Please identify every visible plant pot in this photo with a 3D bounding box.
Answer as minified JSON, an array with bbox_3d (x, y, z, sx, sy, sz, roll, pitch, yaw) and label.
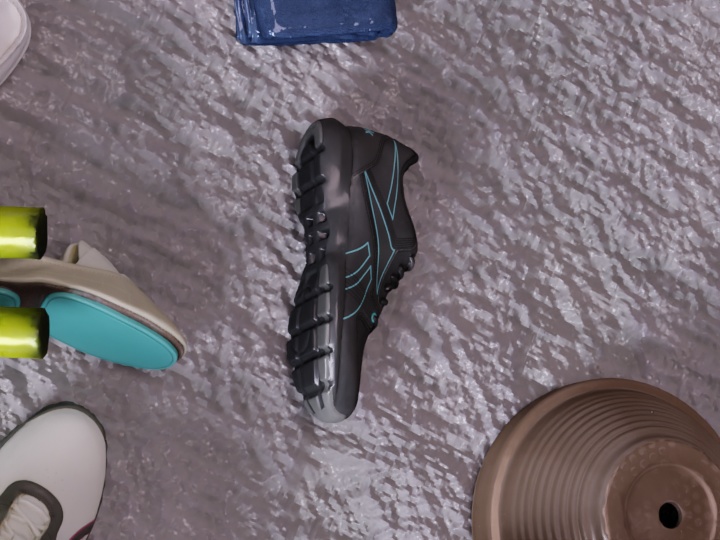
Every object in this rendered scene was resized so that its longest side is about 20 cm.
[{"bbox_3d":[0.182,0.166,1.420,0.201,0.093,0.201,4,78,-20],"label":"plant pot"}]

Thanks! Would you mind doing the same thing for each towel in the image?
[{"bbox_3d":[-0.039,-0.247,1.443,0.112,0.049,0.200,-5,80,-22],"label":"towel"}]

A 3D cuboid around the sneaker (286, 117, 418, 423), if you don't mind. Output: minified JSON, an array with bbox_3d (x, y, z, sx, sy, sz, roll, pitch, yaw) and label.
[{"bbox_3d":[0.000,0.000,1.392,0.079,0.075,0.200,8,76,-22],"label":"sneaker"}]

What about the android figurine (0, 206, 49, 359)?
[{"bbox_3d":[-0.281,0.003,1.254,0.200,0.041,0.182,1,106,5],"label":"android figurine"}]

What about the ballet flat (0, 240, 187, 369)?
[{"bbox_3d":[-0.197,0.004,1.321,0.200,0.069,0.070,17,73,-18],"label":"ballet flat"}]

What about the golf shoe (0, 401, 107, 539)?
[{"bbox_3d":[-0.203,0.164,1.270,0.077,0.088,0.200,33,68,-11],"label":"golf shoe"}]

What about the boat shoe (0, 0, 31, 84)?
[{"bbox_3d":[-0.278,-0.115,1.307,0.200,0.069,0.071,-37,92,-25],"label":"boat shoe"}]
